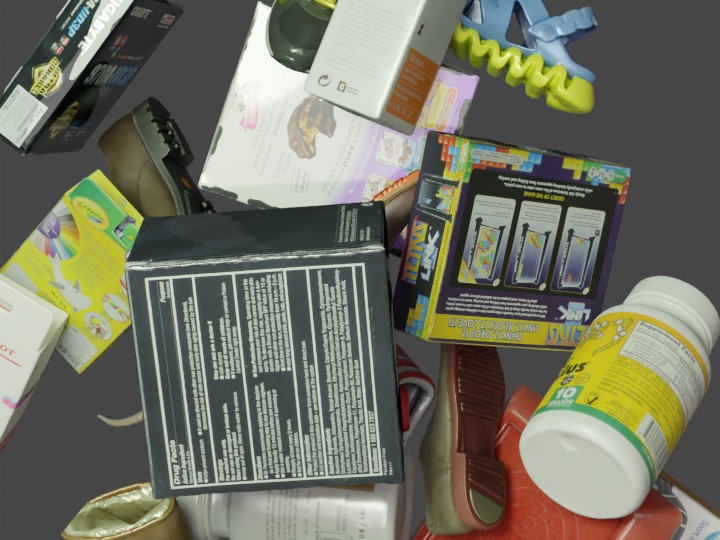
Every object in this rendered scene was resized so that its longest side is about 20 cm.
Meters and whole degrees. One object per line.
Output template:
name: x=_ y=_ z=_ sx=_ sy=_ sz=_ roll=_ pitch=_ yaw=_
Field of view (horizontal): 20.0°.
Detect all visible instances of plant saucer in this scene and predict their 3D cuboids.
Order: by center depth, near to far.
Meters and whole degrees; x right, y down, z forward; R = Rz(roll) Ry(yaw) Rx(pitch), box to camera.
plant saucer: x=0.141 y=0.227 z=1.731 sx=0.200 sy=0.037 sz=0.200 roll=39 pitch=99 yaw=33

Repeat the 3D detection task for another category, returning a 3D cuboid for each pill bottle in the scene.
pill bottle: x=0.222 y=0.099 z=1.685 sx=0.113 sy=0.113 sz=0.200 roll=38 pitch=54 yaw=-1
pill bottle: x=-0.059 y=0.196 z=1.752 sx=0.199 sy=0.114 sz=0.115 roll=5 pitch=96 yaw=10

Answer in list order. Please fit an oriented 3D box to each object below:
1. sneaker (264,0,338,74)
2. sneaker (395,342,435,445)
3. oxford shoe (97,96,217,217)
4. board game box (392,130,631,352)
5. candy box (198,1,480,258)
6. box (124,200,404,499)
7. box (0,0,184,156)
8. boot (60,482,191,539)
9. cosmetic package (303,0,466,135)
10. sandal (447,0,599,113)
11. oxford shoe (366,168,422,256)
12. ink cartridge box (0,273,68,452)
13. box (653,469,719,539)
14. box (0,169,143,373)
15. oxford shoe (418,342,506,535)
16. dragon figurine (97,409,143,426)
sneaker: x=-0.020 y=-0.249 z=1.676 sx=0.074 sy=0.085 sz=0.200 roll=24 pitch=58 yaw=5
sneaker: x=-0.032 y=0.115 z=1.706 sx=0.200 sy=0.112 sz=0.071 roll=-23 pitch=127 yaw=-25
oxford shoe: x=-0.170 y=-0.043 z=1.746 sx=0.084 sy=0.073 sz=0.200 roll=-30 pitch=66 yaw=13
board game box: x=0.126 y=-0.021 z=1.691 sx=0.200 sy=0.057 sz=0.166 roll=6 pitch=100 yaw=-42
candy box: x=-0.017 y=-0.119 z=1.741 sx=0.199 sy=0.072 sz=0.168 roll=19 pitch=97 yaw=1
box: x=-0.071 y=0.060 z=1.593 sx=0.198 sy=0.123 sz=0.201 roll=-4 pitch=110 yaw=2
box: x=-0.226 y=-0.171 z=1.684 sx=0.046 sy=0.200 sz=0.159 roll=37 pitch=96 yaw=2
boot: x=-0.217 y=0.272 z=1.743 sx=0.175 sy=0.066 sz=0.200 roll=-22 pitch=139 yaw=-4
cosmetic package: x=0.036 y=-0.218 z=1.638 sx=0.071 sy=0.101 sz=0.200 roll=23 pitch=93 yaw=18
sandal: x=0.121 y=-0.211 z=1.726 sx=0.200 sy=0.079 sz=0.087 roll=27 pitch=86 yaw=-5
oxford shoe: x=0.000 y=0.000 z=1.679 sx=0.073 sy=0.071 sz=0.200 roll=43 pitch=98 yaw=4
ink cartridge box: x=-0.328 y=0.066 z=1.743 sx=0.116 sy=0.068 sz=0.200 roll=31 pitch=124 yaw=0
box: x=0.237 y=0.229 z=1.777 sx=0.200 sy=0.041 sz=0.119 roll=37 pitch=98 yaw=-2
box: x=-0.224 y=-0.002 z=1.718 sx=0.117 sy=0.200 sz=0.048 roll=48 pitch=53 yaw=-2
oxford shoe: x=0.077 y=0.129 z=1.743 sx=0.075 sy=0.070 sz=0.201 roll=-21 pitch=56 yaw=40
dragon figurine: x=-0.136 y=0.074 z=1.774 sx=0.059 sy=0.099 sz=0.200 roll=45 pitch=116 yaw=-3
